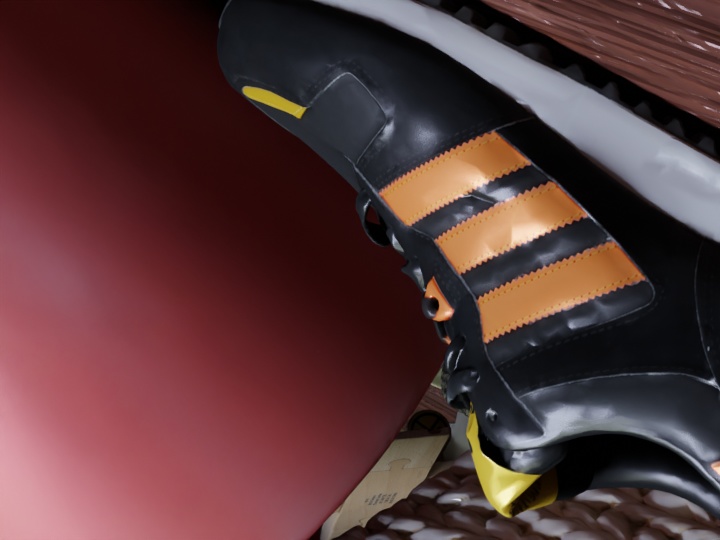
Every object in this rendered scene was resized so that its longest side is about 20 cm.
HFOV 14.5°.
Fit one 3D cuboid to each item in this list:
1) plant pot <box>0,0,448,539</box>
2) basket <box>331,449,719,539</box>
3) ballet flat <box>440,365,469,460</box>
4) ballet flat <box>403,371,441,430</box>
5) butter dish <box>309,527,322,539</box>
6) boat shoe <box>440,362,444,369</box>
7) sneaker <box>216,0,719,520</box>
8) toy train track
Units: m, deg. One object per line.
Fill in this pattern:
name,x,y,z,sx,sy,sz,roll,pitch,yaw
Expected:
plant pot,-0.097,-0.009,0.812,0.177,0.201,0.200,45,170,-23
basket,0.080,0.157,0.750,0.201,0.161,0.198,63,162,-17
ballet flat,0.057,0.048,1.005,0.068,0.075,0.200,31,175,16
ballet flat,0.058,0.059,1.168,0.200,0.070,0.069,32,175,-7
butter dish,-0.112,0.148,0.952,0.199,0.148,0.200,27,-147,36
boat shoe,0.000,0.000,0.941,0.057,0.067,0.200,27,179,-8
sneaker,0.035,0.004,0.629,0.200,0.090,0.070,29,174,24
toy train track,0.045,0.053,0.886,0.199,0.033,0.115,-4,159,-11
